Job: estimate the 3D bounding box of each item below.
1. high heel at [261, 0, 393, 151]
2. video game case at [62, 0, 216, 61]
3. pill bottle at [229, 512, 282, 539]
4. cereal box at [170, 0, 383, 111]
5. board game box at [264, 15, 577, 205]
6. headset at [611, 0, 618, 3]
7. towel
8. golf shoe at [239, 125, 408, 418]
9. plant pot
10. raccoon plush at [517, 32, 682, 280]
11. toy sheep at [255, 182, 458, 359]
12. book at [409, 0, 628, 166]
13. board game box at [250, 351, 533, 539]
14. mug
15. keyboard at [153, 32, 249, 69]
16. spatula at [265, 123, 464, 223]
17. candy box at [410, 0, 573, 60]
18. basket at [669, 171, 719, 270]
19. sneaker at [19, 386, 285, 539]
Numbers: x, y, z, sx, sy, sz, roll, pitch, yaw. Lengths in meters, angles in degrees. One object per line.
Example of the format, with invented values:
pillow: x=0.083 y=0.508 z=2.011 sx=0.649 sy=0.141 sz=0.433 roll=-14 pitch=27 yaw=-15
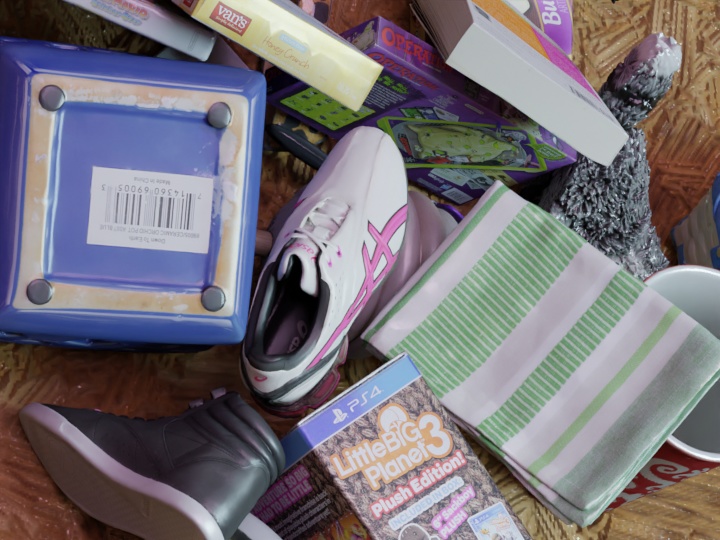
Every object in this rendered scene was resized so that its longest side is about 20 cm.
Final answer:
high heel: x=-0.074 y=-0.187 z=1.596 sx=0.200 sy=0.071 sz=0.143 roll=46 pitch=62 yaw=-3
video game case: x=-0.186 y=-0.196 z=1.484 sx=0.181 sy=0.200 sz=0.023 roll=23 pitch=99 yaw=-10
pill bottle: x=-0.129 y=0.244 z=1.377 sx=0.112 sy=0.112 sz=0.200 roll=47 pitch=59 yaw=0
cereal box: x=-0.087 y=-0.180 z=1.463 sx=0.144 sy=0.200 sz=0.040 roll=27 pitch=99 yaw=-34
board game box: x=0.043 y=-0.108 z=1.550 sx=0.200 sy=0.120 sz=0.032 roll=27 pitch=62 yaw=-37
headset: x=0.161 y=-0.296 z=1.725 sx=0.123 sy=0.094 sz=0.201 roll=-15 pitch=65 yaw=-27
towel: x=0.116 y=0.051 z=1.417 sx=0.200 sy=0.023 sz=0.153 roll=39 pitch=83 yaw=24
golf shoe: x=-0.020 y=-0.007 z=1.410 sx=0.072 sy=0.092 sz=0.201 roll=16 pitch=72 yaw=12
plant pot: x=-0.164 y=-0.046 z=1.403 sx=0.199 sy=0.180 sz=0.201 roll=5 pitch=91 yaw=-21
raccoon plush: x=0.207 y=-0.057 z=1.605 sx=0.134 sy=0.200 sz=0.097 roll=29 pitch=38 yaw=-18
toy sheep: x=0.000 y=0.000 z=1.519 sx=0.199 sy=0.138 sz=0.139 roll=16 pitch=64 yaw=-29
book: x=0.110 y=-0.147 z=1.531 sx=0.133 sy=0.200 sz=0.048 roll=33 pitch=103 yaw=-14
board game box: x=0.020 y=0.181 z=1.440 sx=0.097 sy=0.159 sz=0.200 roll=-32 pitch=85 yaw=-30
mug: x=0.174 y=0.080 z=1.523 sx=0.177 sy=0.200 sz=0.134 roll=37 pitch=61 yaw=-5
keyboard: x=-0.160 y=-0.105 z=1.562 sx=0.200 sy=0.011 sz=0.056 roll=-42 pitch=95 yaw=-30
spatula: x=0.018 y=-0.056 z=1.580 sx=0.199 sy=0.056 sz=0.021 roll=26 pitch=83 yaw=-18
candy box: x=0.098 y=-0.254 z=1.645 sx=0.116 sy=0.056 sz=0.201 roll=0 pitch=97 yaw=-11
basket: x=0.338 y=-0.022 z=1.631 sx=0.175 sy=0.200 sz=0.140 roll=-6 pitch=72 yaw=-24
sneaker: x=-0.128 y=0.112 z=1.406 sx=0.099 sy=0.199 sz=0.071 roll=-40 pitch=132 yaw=-30
